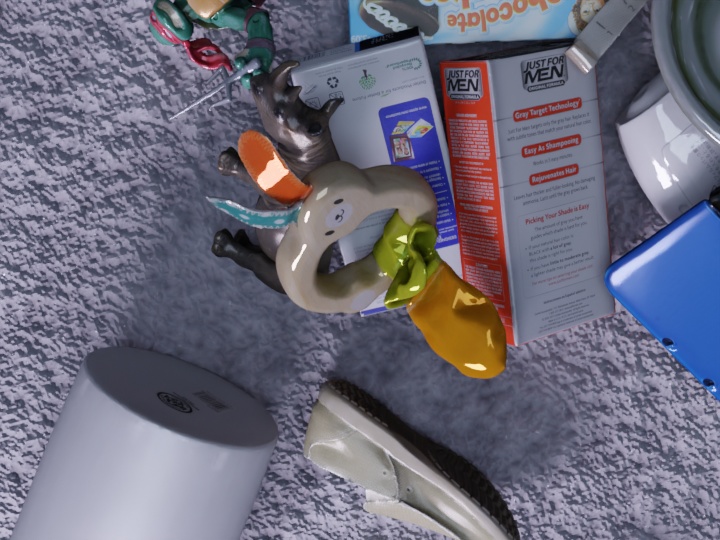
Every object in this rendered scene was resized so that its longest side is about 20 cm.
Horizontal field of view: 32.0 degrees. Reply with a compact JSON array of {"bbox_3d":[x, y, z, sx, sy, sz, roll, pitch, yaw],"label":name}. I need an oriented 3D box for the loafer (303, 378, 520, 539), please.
[{"bbox_3d":[0.037,0.166,0.981,0.199,0.076,0.069,38,103,3],"label":"loafer"}]

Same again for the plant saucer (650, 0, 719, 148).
[{"bbox_3d":[0.281,-0.151,0.822,0.197,0.050,0.204,1,77,-4],"label":"plant saucer"}]

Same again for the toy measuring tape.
[{"bbox_3d":[0.219,-0.218,0.862,0.074,0.074,0.200,45,79,-9],"label":"toy measuring tape"}]

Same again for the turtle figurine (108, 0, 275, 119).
[{"bbox_3d":[-0.098,-0.214,0.882,0.150,0.101,0.200,43,104,-14],"label":"turtle figurine"}]

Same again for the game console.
[{"bbox_3d":[0.306,0.001,0.894,0.200,0.118,0.171,43,70,-12],"label":"game console"}]

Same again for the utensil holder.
[{"bbox_3d":[-0.169,0.182,0.939,0.168,0.170,0.202,22,101,-4],"label":"utensil holder"}]

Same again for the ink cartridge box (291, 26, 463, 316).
[{"bbox_3d":[0.020,-0.070,0.930,0.098,0.039,0.203,-12,114,5],"label":"ink cartridge box"}]

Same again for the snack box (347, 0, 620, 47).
[{"bbox_3d":[0.087,-0.224,0.906,0.197,0.037,0.118,-3,104,2],"label":"snack box"}]

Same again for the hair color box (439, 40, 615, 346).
[{"bbox_3d":[0.123,-0.058,0.911,0.100,0.061,0.203,-14,105,-30],"label":"hair color box"}]

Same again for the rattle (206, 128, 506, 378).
[{"bbox_3d":[0.000,0.000,0.825,0.129,0.200,0.145,-25,64,13],"label":"rattle"}]

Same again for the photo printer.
[{"bbox_3d":[0.297,-0.104,0.912,0.199,0.070,0.167,-41,100,10],"label":"photo printer"}]

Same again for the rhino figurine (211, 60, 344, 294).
[{"bbox_3d":[-0.053,-0.064,0.889,0.086,0.060,0.202,23,133,15],"label":"rhino figurine"}]
